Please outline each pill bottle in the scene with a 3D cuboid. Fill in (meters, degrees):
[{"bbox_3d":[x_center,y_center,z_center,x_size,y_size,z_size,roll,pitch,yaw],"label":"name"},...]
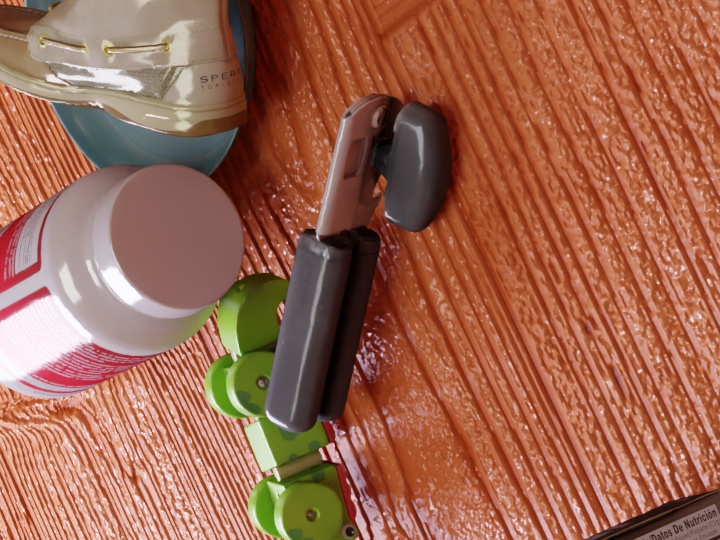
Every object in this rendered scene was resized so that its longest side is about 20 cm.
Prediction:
[{"bbox_3d":[-0.149,0.003,1.612,0.200,0.112,0.112,-25,86,58],"label":"pill bottle"}]

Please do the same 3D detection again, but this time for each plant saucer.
[{"bbox_3d":[-0.125,-0.144,1.615,0.200,0.027,0.200,20,118,41],"label":"plant saucer"}]

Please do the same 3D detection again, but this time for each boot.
[{"bbox_3d":[-0.143,-0.169,1.553,0.200,0.072,0.155,19,118,36],"label":"boot"}]

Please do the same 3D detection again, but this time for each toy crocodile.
[{"bbox_3d":[-0.040,0.100,1.593,0.200,0.062,0.068,71,162,-2],"label":"toy crocodile"}]

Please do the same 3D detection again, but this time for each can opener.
[{"bbox_3d":[0.000,0.000,1.501,0.067,0.053,0.200,25,114,30],"label":"can opener"}]

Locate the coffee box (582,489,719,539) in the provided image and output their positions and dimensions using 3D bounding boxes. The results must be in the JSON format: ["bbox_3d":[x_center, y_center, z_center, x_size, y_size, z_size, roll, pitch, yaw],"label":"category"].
[{"bbox_3d":[0.170,0.216,1.358,0.114,0.080,0.200,127,120,-78],"label":"coffee box"}]
